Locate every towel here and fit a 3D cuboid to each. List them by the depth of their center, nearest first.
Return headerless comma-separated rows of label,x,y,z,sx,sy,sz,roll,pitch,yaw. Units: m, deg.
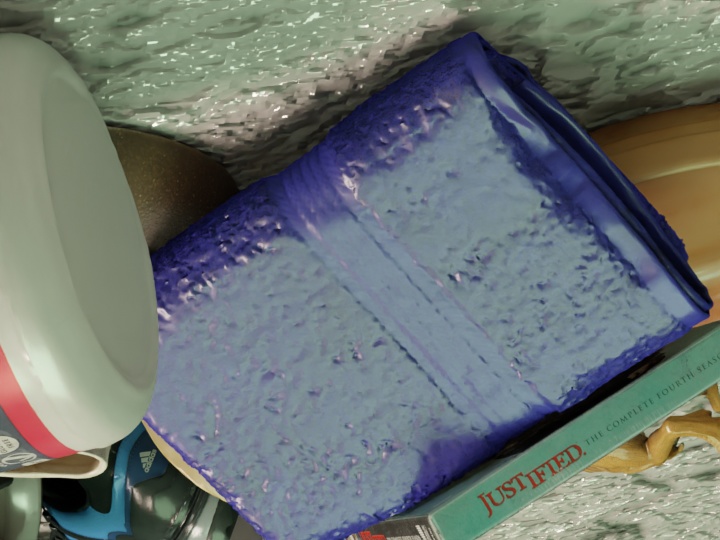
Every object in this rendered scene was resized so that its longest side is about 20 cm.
towel,0.011,0.011,0.982,0.200,0.050,0.148,-34,114,19

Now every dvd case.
dvd case,0.069,0.073,1.081,0.146,0.022,0.200,-32,179,-12

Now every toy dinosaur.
toy dinosaur,0.124,0.075,1.286,0.106,0.061,0.200,-12,158,8

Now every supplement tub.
supplement tub,-0.179,0.010,0.872,0.200,0.141,0.140,-14,158,9

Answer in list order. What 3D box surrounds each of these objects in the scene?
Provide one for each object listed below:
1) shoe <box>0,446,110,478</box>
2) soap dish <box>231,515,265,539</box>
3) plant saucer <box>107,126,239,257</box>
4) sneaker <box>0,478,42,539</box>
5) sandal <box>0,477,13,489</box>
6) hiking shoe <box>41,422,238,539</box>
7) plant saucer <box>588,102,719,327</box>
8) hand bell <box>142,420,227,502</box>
shoe,-0.187,0.054,0.998,0.200,0.053,0.070,0,156,-24
soap dish,-0.080,0.189,1.317,0.157,0.081,0.200,-24,-167,27
plant saucer,-0.142,0.003,1.015,0.200,0.037,0.200,-10,158,-4
sneaker,-0.210,0.121,1.221,0.085,0.073,0.200,-1,158,-30
sandal,-0.248,0.086,1.145,0.200,0.048,0.075,-5,-176,19
hiking shoe,-0.120,0.105,1.258,0.087,0.075,0.200,29,153,-14
plant saucer,0.130,-0.019,1.087,0.200,0.038,0.200,-9,159,-3
hand bell,0.000,0.000,1.034,0.104,0.104,0.200,5,142,-35
